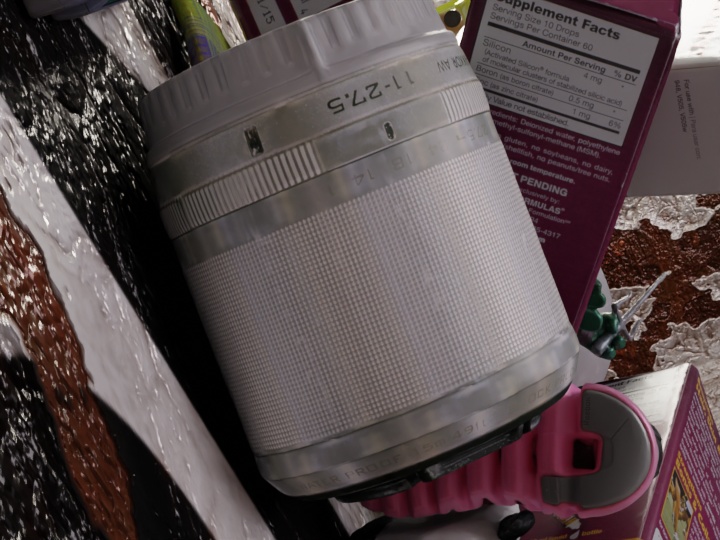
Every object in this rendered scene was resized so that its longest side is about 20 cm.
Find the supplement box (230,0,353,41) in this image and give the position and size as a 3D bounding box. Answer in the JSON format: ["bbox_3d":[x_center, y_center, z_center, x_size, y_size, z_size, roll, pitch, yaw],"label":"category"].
[{"bbox_3d":[-0.019,-0.160,1.034,0.132,0.102,0.200,66,3,24],"label":"supplement box"}]

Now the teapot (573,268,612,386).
[{"bbox_3d":[0.084,0.052,1.102,0.199,0.199,0.146,31,20,6],"label":"teapot"}]

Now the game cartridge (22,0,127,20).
[{"bbox_3d":[-0.136,-0.182,0.713,0.131,0.038,0.200,63,9,-11],"label":"game cartridge"}]

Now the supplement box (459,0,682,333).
[{"bbox_3d":[0.095,-0.080,0.825,0.131,0.102,0.202,-66,172,-54],"label":"supplement box"}]

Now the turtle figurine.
[{"bbox_3d":[0.141,-0.007,1.012,0.200,0.099,0.151,-57,152,-54],"label":"turtle figurine"}]

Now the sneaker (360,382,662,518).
[{"bbox_3d":[0.069,0.092,0.833,0.095,0.198,0.080,5,90,-64],"label":"sneaker"}]

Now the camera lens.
[{"bbox_3d":[0.000,-0.007,0.720,0.160,0.158,0.202,-34,103,-82],"label":"camera lens"}]

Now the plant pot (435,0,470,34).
[{"bbox_3d":[0.070,-0.113,1.366,0.181,0.198,0.201,27,42,-69],"label":"plant pot"}]

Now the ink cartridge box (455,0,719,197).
[{"bbox_3d":[0.150,-0.110,0.961,0.147,0.198,0.084,-52,133,-50],"label":"ink cartridge box"}]

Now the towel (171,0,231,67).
[{"bbox_3d":[-0.064,-0.052,0.899,0.144,0.023,0.202,60,12,-47],"label":"towel"}]

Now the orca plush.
[{"bbox_3d":[0.043,0.167,0.812,0.200,0.104,0.072,-18,97,-80],"label":"orca plush"}]

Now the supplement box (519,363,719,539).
[{"bbox_3d":[0.165,0.171,0.968,0.132,0.102,0.200,65,31,-19],"label":"supplement box"}]
